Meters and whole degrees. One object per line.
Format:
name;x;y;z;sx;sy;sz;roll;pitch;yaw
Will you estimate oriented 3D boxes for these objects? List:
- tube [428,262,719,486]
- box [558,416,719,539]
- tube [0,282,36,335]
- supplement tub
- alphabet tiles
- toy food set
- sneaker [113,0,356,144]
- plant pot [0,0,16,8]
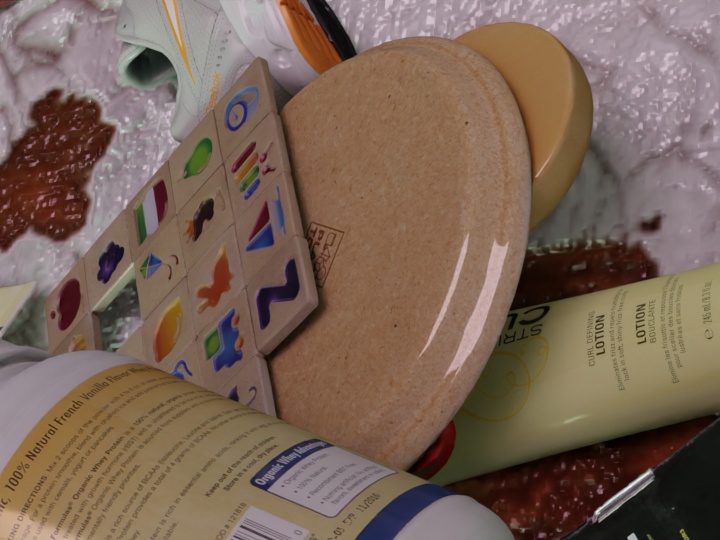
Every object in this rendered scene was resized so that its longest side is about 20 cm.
tube;0.065;0.042;0.772;0.199;0.058;0.052;-16;106;33
box;0.164;0.126;0.615;0.160;0.049;0.201;-45;67;36
tube;-0.240;0.052;0.936;0.199;0.052;0.058;-17;66;23
supplement tub;-0.062;0.111;0.674;0.199;0.144;0.145;21;81;23
alphabet tiles;-0.072;0.037;0.822;0.167;0.008;0.201;-45;41;31
toy food set;0.000;0.000;0.797;0.197;0.048;0.202;-7;66;51
sneaker;-0.083;-0.133;0.920;0.092;0.076;0.201;-39;54;16
plant pot;-0.231;-0.255;0.995;0.200;0.201;0.196;-28;50;17
